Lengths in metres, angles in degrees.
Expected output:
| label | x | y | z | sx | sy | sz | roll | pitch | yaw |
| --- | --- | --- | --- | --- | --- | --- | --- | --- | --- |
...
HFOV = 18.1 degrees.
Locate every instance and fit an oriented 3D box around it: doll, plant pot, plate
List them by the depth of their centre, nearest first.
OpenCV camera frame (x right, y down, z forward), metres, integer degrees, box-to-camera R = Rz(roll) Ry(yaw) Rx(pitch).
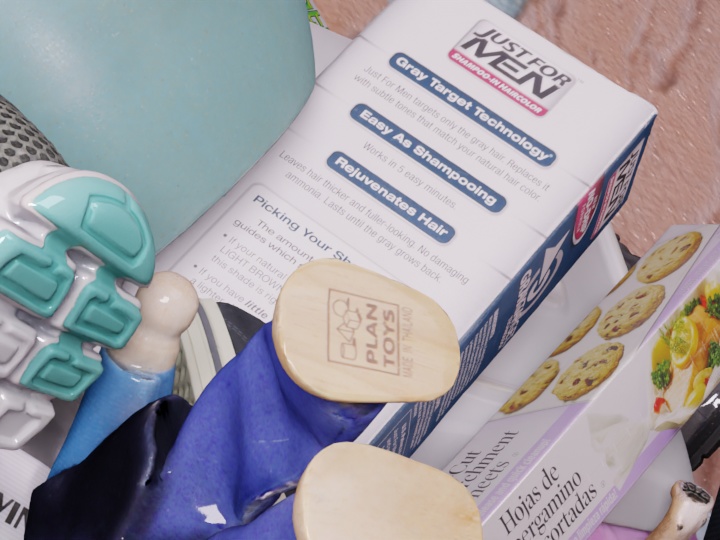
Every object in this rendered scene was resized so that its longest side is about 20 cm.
| label | x | y | z | sx | sy | sz | roll | pitch | yaw |
| --- | --- | --- | --- | --- | --- | --- | --- | --- | --- |
| doll | -0.045 | 0.062 | 0.533 | 0.048 | 0.200 | 0.137 | 7 | 64 | -30 |
| plant pot | -0.111 | -0.079 | 0.711 | 0.161 | 0.200 | 0.201 | 49 | 34 | -12 |
| plate | 0.046 | -0.005 | 0.857 | 0.200 | 0.032 | 0.200 | 16 | 49 | -43 |

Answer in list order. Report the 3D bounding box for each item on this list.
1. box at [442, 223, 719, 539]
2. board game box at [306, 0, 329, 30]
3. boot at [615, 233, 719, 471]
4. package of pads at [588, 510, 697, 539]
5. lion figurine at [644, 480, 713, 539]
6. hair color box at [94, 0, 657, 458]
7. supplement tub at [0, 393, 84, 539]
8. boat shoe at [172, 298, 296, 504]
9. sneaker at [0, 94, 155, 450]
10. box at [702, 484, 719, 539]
| label | x | y | z | sx | sy | sz | roll | pitch | yaw |
| --- | --- | --- | --- | --- | --- | --- | --- | --- | --- |
| box | 0.081 | 0.052 | 0.793 | 0.200 | 0.041 | 0.039 | -43 | 117 | -35 |
| board game box | -0.054 | -0.078 | 0.861 | 0.126 | 0.035 | 0.200 | -18 | 77 | -58 |
| boot | 0.110 | 0.019 | 0.993 | 0.132 | 0.070 | 0.200 | 44 | 5 | -3 |
| package of pads | 0.032 | 0.080 | 0.865 | 0.200 | 0.076 | 0.121 | -2 | 53 | -49 |
| lion figurine | 0.094 | 0.152 | 0.811 | 0.072 | 0.123 | 0.200 | 36 | 23 | 22 |
| hair color box | 0.000 | 0.000 | 0.745 | 0.100 | 0.061 | 0.200 | 35 | 63 | 15 |
| supplement tub | -0.162 | 0.048 | 0.646 | 0.200 | 0.123 | 0.123 | 33 | 37 | -19 |
| boat shoe | -0.016 | 0.082 | 0.599 | 0.062 | 0.075 | 0.200 | 10 | 34 | -22 |
| sneaker | -0.137 | 0.032 | 0.556 | 0.091 | 0.200 | 0.078 | 51 | 12 | 32 |
| box | 0.179 | 0.136 | 0.872 | 0.051 | 0.200 | 0.158 | -4 | 51 | -6 |
